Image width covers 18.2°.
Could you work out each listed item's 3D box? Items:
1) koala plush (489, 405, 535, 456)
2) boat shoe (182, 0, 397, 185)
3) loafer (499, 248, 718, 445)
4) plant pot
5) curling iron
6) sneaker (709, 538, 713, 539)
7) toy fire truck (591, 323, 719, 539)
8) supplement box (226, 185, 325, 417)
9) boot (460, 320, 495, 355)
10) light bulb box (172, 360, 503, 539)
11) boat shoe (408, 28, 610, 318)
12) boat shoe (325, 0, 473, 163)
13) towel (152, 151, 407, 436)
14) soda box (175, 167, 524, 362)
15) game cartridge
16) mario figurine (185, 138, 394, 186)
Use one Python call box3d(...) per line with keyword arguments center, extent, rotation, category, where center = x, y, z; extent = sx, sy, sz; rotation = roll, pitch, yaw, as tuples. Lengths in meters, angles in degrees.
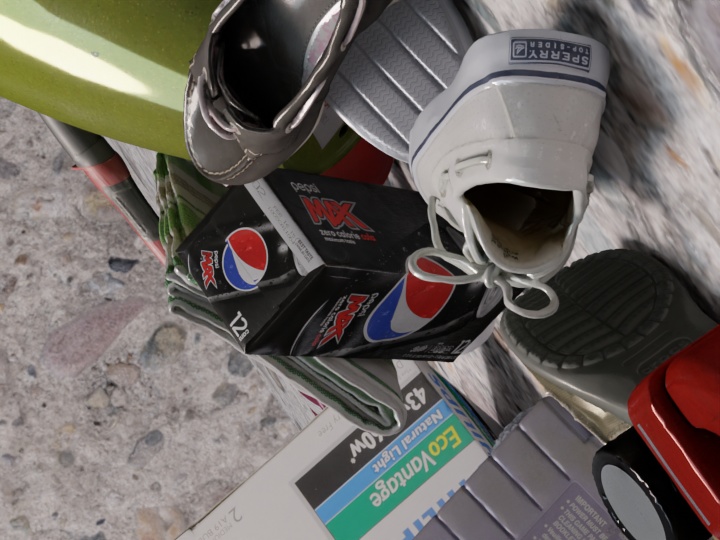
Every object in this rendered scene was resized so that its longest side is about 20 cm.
box3d(center=(0.081, 0.193, 1.241), extent=(0.184, 0.199, 0.178), rotation=(52, 172, 27), category="koala plush")
box3d(center=(-0.036, -0.098, 0.943), extent=(0.067, 0.057, 0.200), rotation=(54, 136, 11), category="boat shoe")
box3d(center=(0.120, 0.053, 0.895), extent=(0.070, 0.075, 0.200), rotation=(65, 169, -28), category="loafer")
box3d(center=(-0.085, -0.134, 1.124), extent=(0.199, 0.187, 0.188), rotation=(31, 161, 26), category="plant pot")
box3d(center=(-0.145, -0.060, 1.250), extent=(0.200, 0.026, 0.050), rotation=(48, -172, -16), category="curling iron")
box3d(center=(0.151, 0.177, 1.031), extent=(0.090, 0.078, 0.200), rotation=(39, 133, 6), category="sneaker")
box3d(center=(0.160, 0.085, 0.679), extent=(0.177, 0.128, 0.200), rotation=(55, 161, 11), category="toy fire truck")
box3d(center=(-0.040, 0.020, 1.709), extent=(0.201, 0.085, 0.110), rotation=(58, 173, -9), category="supplement box")
box3d(center=(0.028, 0.009, 1.350), extent=(0.199, 0.095, 0.074), rotation=(13, 100, 45), category="boot")
box3d(center=(0.019, 0.176, 1.432), extent=(0.125, 0.198, 0.200), rotation=(51, -176, 28), category="light bulb box")
box3d(center=(0.059, -0.023, 0.883), extent=(0.202, 0.074, 0.087), rotation=(122, 153, -76), category="boat shoe")
box3d(center=(-0.006, -0.132, 1.008), extent=(0.201, 0.072, 0.071), rotation=(54, -165, 11), category="boat shoe")
box3d(center=(-0.049, 0.010, 1.199), extent=(0.149, 0.031, 0.200), rotation=(36, -169, -19), category="towel")
box3d(center=(0.000, 0.000, 1.128), extent=(0.071, 0.063, 0.199), rotation=(53, -156, 23), category="soda box")
box3d(center=(0.123, 0.175, 1.115), extent=(0.200, 0.130, 0.038), rotation=(46, -174, 16), category="game cartridge")
box3d(center=(-0.042, -0.059, 1.294), extent=(0.200, 0.122, 0.107), rotation=(-136, 32, -76), category="mario figurine")
